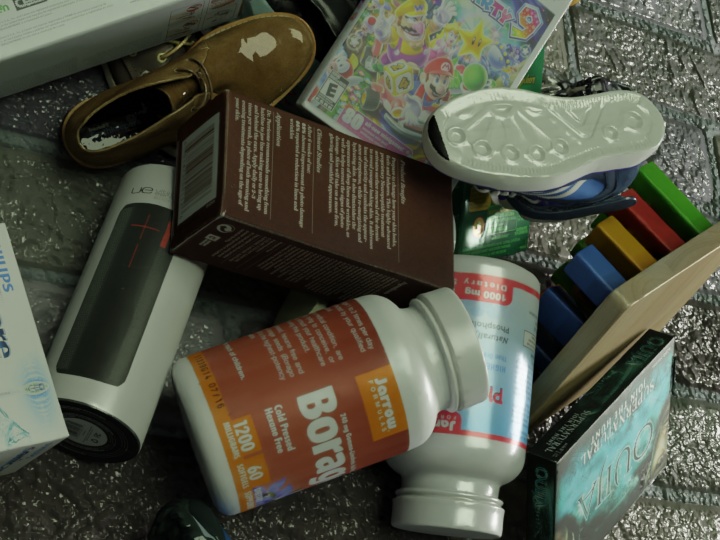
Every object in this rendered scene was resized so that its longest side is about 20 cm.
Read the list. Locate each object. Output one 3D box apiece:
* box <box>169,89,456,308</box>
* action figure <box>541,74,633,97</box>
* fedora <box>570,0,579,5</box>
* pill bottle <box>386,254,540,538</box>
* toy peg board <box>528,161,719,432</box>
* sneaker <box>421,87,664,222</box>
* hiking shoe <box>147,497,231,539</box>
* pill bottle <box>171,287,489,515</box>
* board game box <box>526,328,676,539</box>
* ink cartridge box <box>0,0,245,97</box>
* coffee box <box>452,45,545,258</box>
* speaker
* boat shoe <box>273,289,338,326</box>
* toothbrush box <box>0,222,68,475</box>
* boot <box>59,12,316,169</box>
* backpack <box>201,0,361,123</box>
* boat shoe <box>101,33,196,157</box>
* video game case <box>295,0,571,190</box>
[{"bbox_3d":[-0.031,-0.042,1.085,0.200,0.075,0.100,18,59,-31],"label":"box"},{"bbox_3d":[0.183,-0.116,1.351,0.102,0.200,0.119,-3,86,0],"label":"action figure"},{"bbox_3d":[0.155,-0.286,1.368,0.082,0.201,0.201,-4,66,0],"label":"fedora"},{"bbox_3d":[0.074,0.096,1.160,0.109,0.109,0.200,15,74,-31],"label":"pill bottle"},{"bbox_3d":[0.188,0.018,1.255,0.199,0.200,0.098,-27,69,-41],"label":"toy peg board"},{"bbox_3d":[0.117,-0.072,1.161,0.200,0.146,0.081,-8,69,-25],"label":"sneaker"},{"bbox_3d":[-0.069,0.229,1.034,0.200,0.074,0.087,60,40,-11],"label":"hiking shoe"},{"bbox_3d":[-0.019,0.083,1.054,0.200,0.112,0.112,-19,80,-10],"label":"pill bottle"},{"bbox_3d":[0.193,0.151,1.233,0.200,0.028,0.135,-37,134,-43],"label":"board game box"},{"bbox_3d":[-0.202,-0.239,1.089,0.200,0.084,0.176,-21,83,-15],"label":"ink cartridge box"},{"bbox_3d":[0.100,-0.108,1.255,0.123,0.044,0.200,-14,111,-55],"label":"coffee box"},{"bbox_3d":[-0.156,0.026,1.052,0.081,0.081,0.200,32,53,-21],"label":"speaker"},{"bbox_3d":[0.000,0.000,1.190,0.063,0.071,0.200,46,48,-20],"label":"boat shoe"},{"bbox_3d":[-0.296,0.062,0.924,0.200,0.085,0.147,-8,74,-41],"label":"toothbrush box"},{"bbox_3d":[-0.115,-0.126,1.101,0.200,0.075,0.074,-28,98,-12],"label":"boot"},{"bbox_3d":[-0.039,-0.204,1.220,0.200,0.127,0.167,42,49,-17],"label":"backpack"},{"bbox_3d":[-0.159,-0.179,1.162,0.072,0.060,0.200,-23,84,-42],"label":"boat shoe"},{"bbox_3d":[0.060,-0.169,1.159,0.143,0.018,0.200,34,86,-26],"label":"video game case"}]
